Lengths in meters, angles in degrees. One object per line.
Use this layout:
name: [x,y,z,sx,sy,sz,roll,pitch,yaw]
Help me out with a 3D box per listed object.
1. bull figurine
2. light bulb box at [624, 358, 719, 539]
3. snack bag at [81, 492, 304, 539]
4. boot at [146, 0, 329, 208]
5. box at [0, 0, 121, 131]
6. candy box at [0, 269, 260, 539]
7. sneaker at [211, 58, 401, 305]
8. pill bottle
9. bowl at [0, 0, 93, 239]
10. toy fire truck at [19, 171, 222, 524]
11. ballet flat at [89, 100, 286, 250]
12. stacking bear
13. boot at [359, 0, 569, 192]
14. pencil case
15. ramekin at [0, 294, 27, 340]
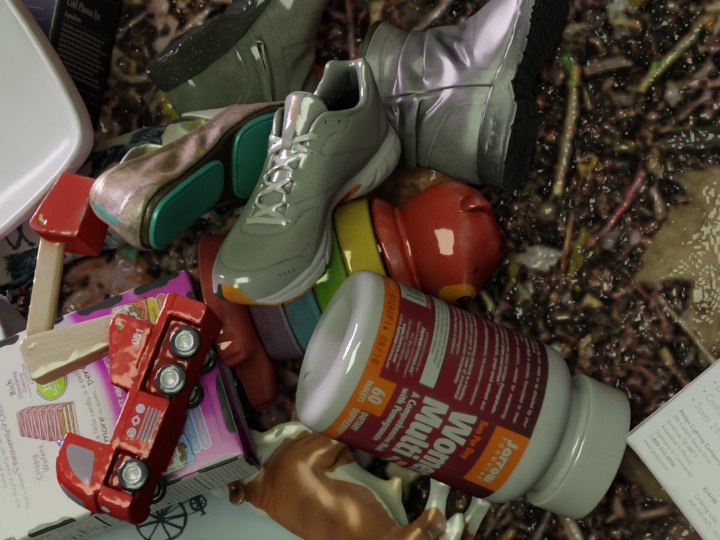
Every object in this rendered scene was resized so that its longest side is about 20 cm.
bull figurine: [-0.011,0.147,1.672,0.200,0.065,0.122,39,101,5]
light bulb box: [0.309,0.122,1.546,0.200,0.125,0.199,-40,72,9]
snack bag: [-0.134,0.190,1.697,0.188,0.021,0.200,-32,71,-19]
boot: [-0.044,-0.141,1.729,0.200,0.068,0.131,-40,103,-17]
box: [-0.280,-0.209,1.794,0.199,0.104,0.183,10,88,19]
candy box: [-0.181,0.101,1.647,0.199,0.061,0.137,-20,71,4]
sneaker: [-0.045,-0.063,1.609,0.075,0.092,0.200,10,45,26]
pill bottle: [0.067,0.084,1.598,0.199,0.110,0.110,23,90,-14]
bowl: [-0.285,-0.108,1.694,0.200,0.075,0.200,-36,82,18]
toy fire truck: [-0.168,0.050,1.601,0.140,0.049,0.201,18,79,16]
ballet flat: [-0.106,-0.074,1.625,0.067,0.200,0.069,22,119,25]
stacking bear: [0.000,0.000,1.676,0.199,0.122,0.114,-17,61,6]
boot: [0.064,-0.159,1.697,0.131,0.070,0.201,13,83,24]
pencil case: [-0.183,-0.047,1.756,0.199,0.090,0.078,-17,43,15]
ramekin: [-0.321,0.087,1.773,0.199,0.098,0.202,-2,82,17]
